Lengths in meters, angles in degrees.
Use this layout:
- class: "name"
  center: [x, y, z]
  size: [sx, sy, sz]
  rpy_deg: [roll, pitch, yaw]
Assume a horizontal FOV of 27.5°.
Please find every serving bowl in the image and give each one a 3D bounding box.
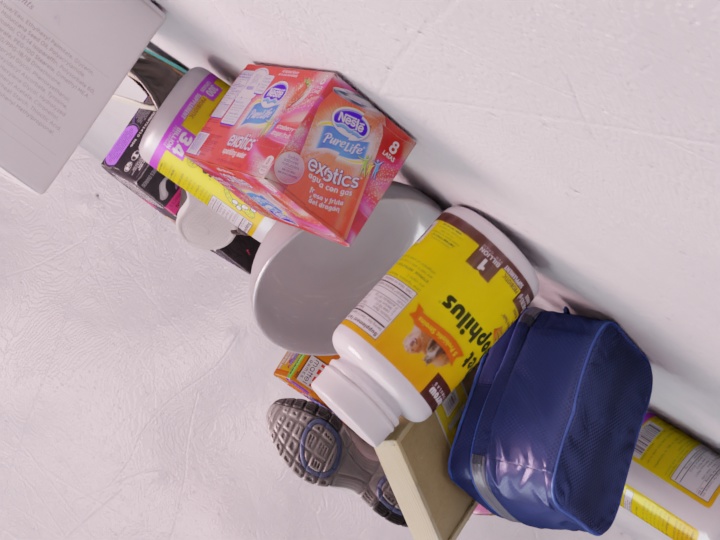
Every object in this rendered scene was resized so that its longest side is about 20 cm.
- class: "serving bowl"
  center: [-0.012, -0.012, 1.333]
  size: [0.200, 0.199, 0.066]
  rpy_deg: [41, -162, -48]

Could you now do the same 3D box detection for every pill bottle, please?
- class: "pill bottle"
  center: [0.353, 0.239, 1.567]
  size: [0.199, 0.105, 0.104]
  rpy_deg: [32, 174, 29]
- class: "pill bottle"
  center: [0.052, 0.050, 1.249]
  size: [0.109, 0.200, 0.109]
  rpy_deg: [42, 172, 8]
- class: "pill bottle"
  center: [-0.103, -0.097, 1.397]
  size: [0.199, 0.105, 0.104]
  rpy_deg: [35, 174, -3]

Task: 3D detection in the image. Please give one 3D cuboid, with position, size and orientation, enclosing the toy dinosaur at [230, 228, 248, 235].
- class: "toy dinosaur"
  center: [-0.059, -0.096, 1.552]
  size: [0.198, 0.106, 0.180]
  rpy_deg: [-6, -166, -42]

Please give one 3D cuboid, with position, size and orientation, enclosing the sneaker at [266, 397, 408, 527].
- class: "sneaker"
  center: [-0.015, 0.200, 1.534]
  size: [0.199, 0.075, 0.087]
  rpy_deg: [35, 178, -4]

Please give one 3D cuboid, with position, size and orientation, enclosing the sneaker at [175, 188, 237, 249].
- class: "sneaker"
  center: [-0.165, -0.106, 1.626]
  size: [0.070, 0.100, 0.201]
  rpy_deg: [5, 148, -2]

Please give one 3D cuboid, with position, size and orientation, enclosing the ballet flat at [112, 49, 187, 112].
- class: "ballet flat"
  center: [-0.264, -0.223, 1.531]
  size: [0.199, 0.069, 0.068]
  rpy_deg: [34, 174, 9]

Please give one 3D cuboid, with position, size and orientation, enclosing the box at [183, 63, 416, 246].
- class: "box"
  center: [-0.053, -0.099, 1.202]
  size: [0.094, 0.103, 0.200]
  rpy_deg: [37, 172, -26]

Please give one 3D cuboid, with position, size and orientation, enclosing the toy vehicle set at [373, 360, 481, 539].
- class: "toy vehicle set"
  center: [0.086, 0.149, 1.345]
  size: [0.026, 0.200, 0.125]
  rpy_deg: [-7, 115, 34]

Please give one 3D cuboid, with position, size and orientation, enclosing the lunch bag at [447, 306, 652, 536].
- class: "lunch bag"
  center: [0.168, 0.126, 1.326]
  size: [0.131, 0.202, 0.136]
  rpy_deg: [5, 155, 38]

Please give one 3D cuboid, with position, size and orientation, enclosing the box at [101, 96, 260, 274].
- class: "box"
  center: [-0.185, -0.107, 1.735]
  size: [0.200, 0.123, 0.106]
  rpy_deg: [39, 172, -37]

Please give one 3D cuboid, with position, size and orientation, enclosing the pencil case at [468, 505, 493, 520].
- class: "pencil case"
  center: [0.117, 0.145, 1.485]
  size: [0.085, 0.203, 0.083]
  rpy_deg: [-6, 180, -12]

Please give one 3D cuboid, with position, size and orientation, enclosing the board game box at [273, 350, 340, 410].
- class: "board game box"
  center: [0.045, 0.088, 1.619]
  size: [0.199, 0.201, 0.200]
  rpy_deg: [34, 174, -6]

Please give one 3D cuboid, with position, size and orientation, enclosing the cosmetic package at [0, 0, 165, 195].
- class: "cosmetic package"
  center: [-0.314, -0.203, 1.331]
  size: [0.165, 0.201, 0.164]
  rpy_deg: [38, 173, -27]
